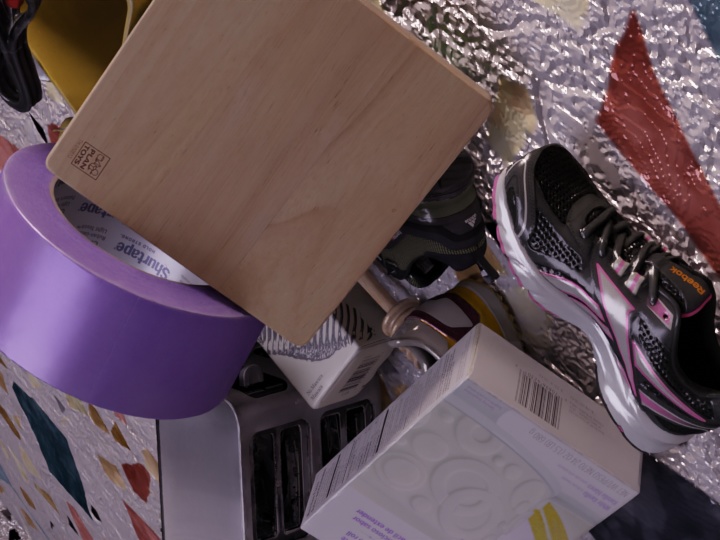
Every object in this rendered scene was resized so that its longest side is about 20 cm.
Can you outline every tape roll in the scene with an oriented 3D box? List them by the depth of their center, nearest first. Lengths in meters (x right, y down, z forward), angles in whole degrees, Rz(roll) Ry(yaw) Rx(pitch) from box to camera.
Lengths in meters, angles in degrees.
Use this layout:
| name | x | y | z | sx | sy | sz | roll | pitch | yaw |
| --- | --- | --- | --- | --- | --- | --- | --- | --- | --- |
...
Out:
| name | x | y | z | sx | sy | sz | roll | pitch | yaw |
| --- | --- | --- | --- | --- | --- | --- | --- | --- | --- |
| tape roll | -0.158 | 0.004 | 0.977 | 0.200 | 0.199 | 0.085 | 43 | 115 | 29 |

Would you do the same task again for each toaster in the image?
| name | x | y | z | sx | sy | sz | roll | pitch | yaw |
| --- | --- | --- | --- | --- | --- | --- | --- | --- | --- |
| toaster | -0.081 | 0.169 | 1.260 | 0.118 | 0.180 | 0.201 | 6 | 102 | 43 |

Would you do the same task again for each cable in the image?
| name | x | y | z | sx | sy | sz | roll | pitch | yaw |
| --- | --- | --- | --- | --- | --- | --- | --- | --- | --- |
| cable | -0.235 | -0.176 | 0.996 | 0.097 | 0.050 | 0.200 | 27 | 157 | 21 |

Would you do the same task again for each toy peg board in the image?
| name | x | y | z | sx | sy | sz | roll | pitch | yaw |
| --- | --- | --- | --- | --- | --- | --- | --- | --- | --- |
| toy peg board | -0.055 | -0.097 | 0.920 | 0.199 | 0.200 | 0.098 | 35 | -162 | -10 |

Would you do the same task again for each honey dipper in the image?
| name | x | y | z | sx | sy | sz | roll | pitch | yaw |
| --- | --- | --- | --- | --- | --- | --- | --- | --- | --- |
| honey dipper | 0.000 | 0.000 | 1.170 | 0.200 | 0.038 | 0.038 | 48 | 154 | 32 |

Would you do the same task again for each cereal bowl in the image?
| name | x | y | z | sx | sy | sz | roll | pitch | yaw |
| --- | --- | --- | --- | --- | --- | --- | --- | --- | --- |
| cereal bowl | -0.184 | -0.178 | 1.153 | 0.200 | 0.199 | 0.084 | 18 | 98 | 55 |

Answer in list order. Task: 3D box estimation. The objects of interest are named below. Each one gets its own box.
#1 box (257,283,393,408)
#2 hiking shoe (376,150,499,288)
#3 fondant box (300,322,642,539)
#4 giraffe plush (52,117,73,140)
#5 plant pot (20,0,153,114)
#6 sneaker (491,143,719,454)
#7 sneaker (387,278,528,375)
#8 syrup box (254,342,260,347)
| name | x | y | z | sx | sy | sz | roll | pitch | yaw |
| --- | --- | --- | --- | --- | --- | --- | --- | --- | --- |
| box | -0.061 | 0.013 | 1.222 | 0.200 | 0.068 | 0.082 | 47 | 121 | 20 |
| hiking shoe | 0.017 | -0.033 | 1.043 | 0.200 | 0.075 | 0.101 | 11 | 125 | 57 |
| fondant box | 0.074 | 0.144 | 0.997 | 0.144 | 0.058 | 0.200 | 34 | 129 | -13 |
| giraffe plush | -0.146 | -0.033 | 1.132 | 0.172 | 0.199 | 0.163 | 19 | 110 | 55 |
| plant pot | -0.146 | -0.236 | 0.993 | 0.200 | 0.176 | 0.200 | 53 | 154 | 12 |
| sneaker | 0.160 | 0.008 | 0.843 | 0.200 | 0.080 | 0.086 | 54 | 144 | -9 |
| sneaker | 0.093 | 0.111 | 1.048 | 0.201 | 0.090 | 0.075 | 59 | 156 | -2 |
| syrup box | -0.123 | 0.035 | 1.382 | 0.081 | 0.079 | 0.201 | 36 | 148 | 39 |
